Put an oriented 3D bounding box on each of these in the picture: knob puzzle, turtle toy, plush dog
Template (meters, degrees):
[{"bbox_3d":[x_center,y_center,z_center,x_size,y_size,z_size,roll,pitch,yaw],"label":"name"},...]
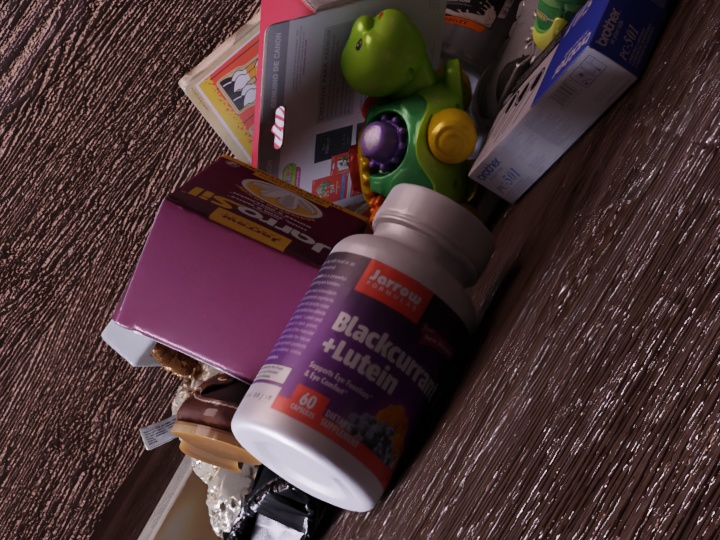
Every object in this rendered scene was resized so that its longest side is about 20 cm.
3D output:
[{"bbox_3d":[-0.036,-0.169,1.737,0.218,0.030,0.221,-27,-35,-20],"label":"knob puzzle"},{"bbox_3d":[0.039,-0.106,1.603,0.146,0.100,0.202,-88,-7,-68],"label":"turtle toy"},{"bbox_3d":[-0.095,0.129,1.733,0.201,0.159,0.172,-59,-17,-15],"label":"plush dog"}]

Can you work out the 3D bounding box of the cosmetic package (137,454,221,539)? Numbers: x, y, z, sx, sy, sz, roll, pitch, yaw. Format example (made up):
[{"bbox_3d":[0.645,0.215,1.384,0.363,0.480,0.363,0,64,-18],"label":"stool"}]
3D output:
[{"bbox_3d":[-0.152,0.234,1.883,0.201,0.071,0.105,-62,8,-34],"label":"cosmetic package"}]

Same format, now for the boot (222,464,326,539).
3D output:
[{"bbox_3d":[-0.029,0.117,1.499,0.199,0.073,0.163,-62,0,37],"label":"boot"}]

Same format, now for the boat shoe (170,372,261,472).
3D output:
[{"bbox_3d":[-0.098,0.104,1.508,0.200,0.070,0.071,146,146,-79],"label":"boat shoe"}]

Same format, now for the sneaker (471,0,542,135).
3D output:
[{"bbox_3d":[0.158,-0.189,1.617,0.116,0.074,0.201,-126,58,-78],"label":"sneaker"}]

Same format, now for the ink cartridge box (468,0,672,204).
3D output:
[{"bbox_3d":[0.149,-0.134,1.472,0.094,0.044,0.200,-63,8,-32],"label":"ink cartridge box"}]

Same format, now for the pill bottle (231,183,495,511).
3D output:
[{"bbox_3d":[0.009,0.047,1.367,0.201,0.111,0.111,-60,7,-17],"label":"pill bottle"}]

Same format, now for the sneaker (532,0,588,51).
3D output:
[{"bbox_3d":[0.186,-0.249,1.562,0.084,0.073,0.201,90,-162,-56],"label":"sneaker"}]

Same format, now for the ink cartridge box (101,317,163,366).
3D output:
[{"bbox_3d":[-0.127,0.002,1.775,0.174,0.043,0.200,-52,-12,6],"label":"ink cartridge box"}]

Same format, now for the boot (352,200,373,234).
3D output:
[{"bbox_3d":[0.000,0.000,1.669,0.199,0.076,0.107,-27,18,-8],"label":"boot"}]

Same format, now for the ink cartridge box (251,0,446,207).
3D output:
[{"bbox_3d":[-0.029,-0.151,1.664,0.174,0.084,0.201,-19,-47,-30],"label":"ink cartridge box"}]

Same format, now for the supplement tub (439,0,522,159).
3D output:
[{"bbox_3d":[0.104,-0.203,1.813,0.123,0.122,0.201,-49,10,51],"label":"supplement tub"}]

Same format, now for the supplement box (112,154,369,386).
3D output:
[{"bbox_3d":[-0.083,-0.002,1.508,0.200,0.130,0.104,-57,-9,-75],"label":"supplement box"}]
